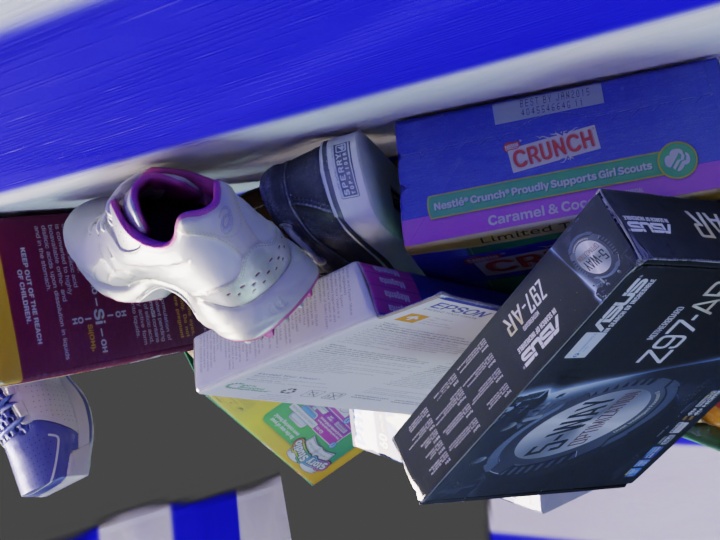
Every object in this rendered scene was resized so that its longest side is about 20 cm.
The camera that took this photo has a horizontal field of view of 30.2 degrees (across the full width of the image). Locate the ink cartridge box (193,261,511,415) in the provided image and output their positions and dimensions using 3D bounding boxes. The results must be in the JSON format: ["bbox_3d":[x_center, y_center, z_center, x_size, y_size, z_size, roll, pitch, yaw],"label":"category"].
[{"bbox_3d":[0.040,0.038,0.766,0.196,0.043,0.200,12,153,-42],"label":"ink cartridge box"}]

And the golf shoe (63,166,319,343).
[{"bbox_3d":[-0.108,-0.026,0.722,0.200,0.092,0.075,13,-124,45],"label":"golf shoe"}]

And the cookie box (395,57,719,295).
[{"bbox_3d":[0.121,-0.033,0.753,0.171,0.075,0.200,-10,162,12],"label":"cookie box"}]

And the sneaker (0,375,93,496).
[{"bbox_3d":[-0.271,0.069,0.971,0.115,0.200,0.081,9,147,-45],"label":"sneaker"}]

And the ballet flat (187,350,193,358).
[{"bbox_3d":[-0.137,0.009,1.005,0.070,0.065,0.200,-42,-129,-18],"label":"ballet flat"}]

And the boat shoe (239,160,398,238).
[{"bbox_3d":[-0.011,-0.036,0.856,0.200,0.076,0.074,-19,176,-27],"label":"boat shoe"}]

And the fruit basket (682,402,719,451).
[{"bbox_3d":[0.237,0.058,0.888,0.185,0.094,0.200,21,160,-26],"label":"fruit basket"}]

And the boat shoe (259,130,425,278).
[{"bbox_3d":[0.000,-0.018,0.767,0.068,0.072,0.200,-15,161,14],"label":"boat shoe"}]

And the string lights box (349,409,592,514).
[{"bbox_3d":[0.072,0.091,0.941,0.059,0.103,0.200,-17,-163,-36],"label":"string lights box"}]

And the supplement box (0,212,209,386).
[{"bbox_3d":[-0.209,0.020,0.887,0.131,0.103,0.200,-13,178,38],"label":"supplement box"}]

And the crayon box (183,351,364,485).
[{"bbox_3d":[-0.042,0.088,1.082,0.119,0.058,0.200,-35,143,2],"label":"crayon box"}]

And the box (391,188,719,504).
[{"bbox_3d":[0.132,0.045,0.692,0.160,0.044,0.200,3,138,-36],"label":"box"}]
